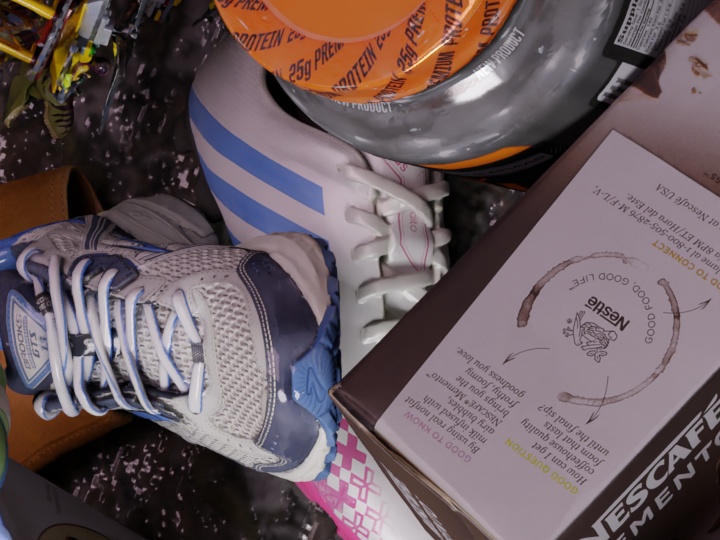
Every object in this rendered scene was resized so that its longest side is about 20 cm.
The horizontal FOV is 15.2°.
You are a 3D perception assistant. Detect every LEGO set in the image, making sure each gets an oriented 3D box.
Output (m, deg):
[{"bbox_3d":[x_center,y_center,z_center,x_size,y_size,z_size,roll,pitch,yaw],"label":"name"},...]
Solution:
[{"bbox_3d":[-0.106,-0.081,0.906,0.115,0.200,0.154,25,117,-10],"label":"LEGO set"}]

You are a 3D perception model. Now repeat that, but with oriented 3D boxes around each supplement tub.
[{"bbox_3d":[0.047,-0.085,0.781,0.122,0.200,0.124,-4,83,31],"label":"supplement tub"}]

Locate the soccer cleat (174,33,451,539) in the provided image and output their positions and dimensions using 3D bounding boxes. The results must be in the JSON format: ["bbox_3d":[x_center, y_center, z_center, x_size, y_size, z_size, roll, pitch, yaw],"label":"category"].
[{"bbox_3d":[0.000,0.000,0.871,0.086,0.070,0.201,-41,64,39],"label":"soccer cleat"}]

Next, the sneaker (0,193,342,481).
[{"bbox_3d":[-0.069,0.023,0.834,0.200,0.085,0.078,-165,72,-63],"label":"sneaker"}]

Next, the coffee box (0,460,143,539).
[{"bbox_3d":[-0.095,0.159,0.833,0.080,0.113,0.200,-47,27,16],"label":"coffee box"}]

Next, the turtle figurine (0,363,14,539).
[{"bbox_3d":[-0.182,0.051,0.796,0.200,0.144,0.194,46,124,-1],"label":"turtle figurine"}]

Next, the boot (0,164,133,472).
[{"bbox_3d":[-0.162,-0.010,0.984,0.143,0.071,0.202,-28,74,19],"label":"boot"}]

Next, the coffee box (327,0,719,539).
[{"bbox_3d":[0.098,0.007,0.752,0.200,0.113,0.080,-45,62,-8],"label":"coffee box"}]
